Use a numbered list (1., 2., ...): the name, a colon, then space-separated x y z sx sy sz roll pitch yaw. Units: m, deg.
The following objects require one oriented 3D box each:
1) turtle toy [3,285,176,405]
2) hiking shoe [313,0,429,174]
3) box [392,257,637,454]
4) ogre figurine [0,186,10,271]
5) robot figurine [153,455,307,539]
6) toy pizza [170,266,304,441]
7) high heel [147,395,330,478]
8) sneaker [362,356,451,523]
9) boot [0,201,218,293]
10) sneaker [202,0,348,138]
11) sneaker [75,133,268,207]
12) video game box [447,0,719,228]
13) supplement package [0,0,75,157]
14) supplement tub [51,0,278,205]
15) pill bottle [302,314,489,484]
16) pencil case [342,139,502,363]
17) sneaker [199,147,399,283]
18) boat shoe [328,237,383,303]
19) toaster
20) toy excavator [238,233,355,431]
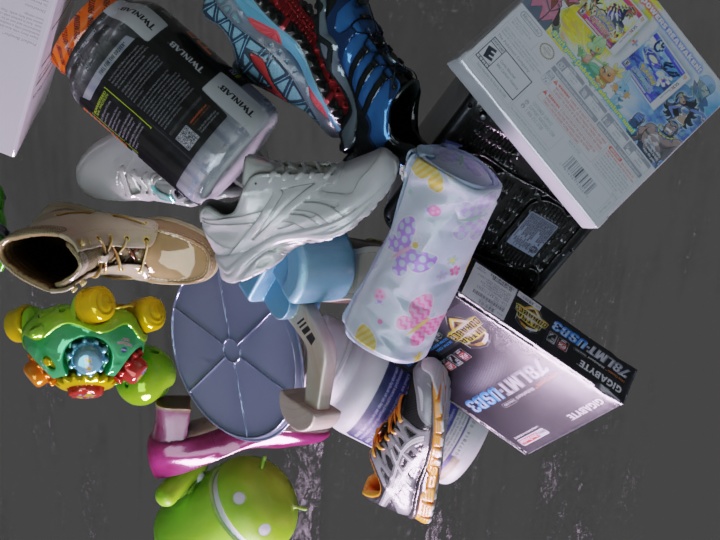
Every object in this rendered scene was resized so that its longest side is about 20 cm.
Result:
1. turtle toy: -0.274 0.086 1.790 0.145 0.102 0.199 -14 162 36
2. hiking shoe: 0.019 -0.184 1.569 0.086 0.074 0.201 -7 100 38
3. box: 0.139 0.089 1.666 0.198 0.050 0.200 36 151 -9
4. ogre figurine: -0.438 -0.080 1.709 0.199 0.120 0.099 11 121 -1
5. robot figurine: -0.154 0.286 1.922 0.200 0.116 0.176 -35 100 27
6. toy pizza: -0.125 0.080 1.777 0.199 0.032 0.202 15 113 40
7. high heel: -0.135 0.193 1.876 0.199 0.068 0.097 8 115 1
8. sneaker: 0.047 0.171 1.697 0.077 0.078 0.201 11 124 5
9. boot: -0.250 -0.015 1.696 0.199 0.155 0.073 15 103 5
10. sneaker: -0.074 -0.206 1.613 0.095 0.079 0.200 -18 117 39
11. sneaker: -0.195 -0.094 1.685 0.199 0.089 0.076 -6 125 12
12. video game box: 0.206 -0.172 1.521 0.182 0.047 0.200 -42 101 -9
13. supplement package: -0.342 -0.233 1.590 0.121 0.120 0.201 21 125 -6
14. supplement tub: -0.186 -0.167 1.594 0.200 0.123 0.123 41 122 2
15. pill bottle: 0.031 0.131 1.788 0.199 0.120 0.120 28 124 -12
16. pencil case: 0.054 -0.015 1.534 0.090 0.083 0.201 10 116 -25
17. sneaker: -0.062 -0.070 1.537 0.199 0.078 0.100 -28 106 11
18. boat shoe: 0.000 0.000 1.690 0.059 0.200 0.072 7 90 -33
19. toaster: 0.134 -0.080 1.629 0.180 0.119 0.200 29 123 -11
20. toy excavator: -0.056 0.027 1.641 0.099 0.200 0.195 -2 136 -40
